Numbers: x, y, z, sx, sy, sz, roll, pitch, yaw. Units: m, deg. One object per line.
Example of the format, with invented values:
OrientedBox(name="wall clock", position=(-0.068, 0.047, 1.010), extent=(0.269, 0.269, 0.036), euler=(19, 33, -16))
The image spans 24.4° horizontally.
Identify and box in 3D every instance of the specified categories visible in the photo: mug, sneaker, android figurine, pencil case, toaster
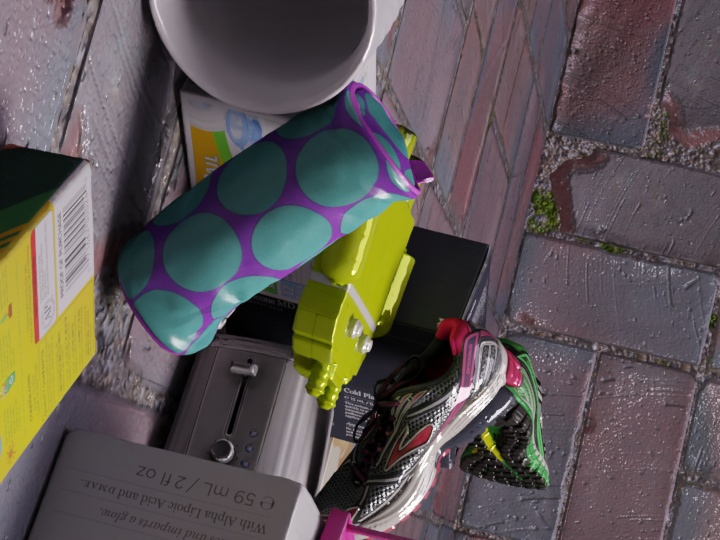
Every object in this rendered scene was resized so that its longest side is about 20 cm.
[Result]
OrientedBox(name="mug", position=(-0.049, -0.223, 1.062), extent=(0.201, 0.147, 0.176), euler=(63, 26, -18))
OrientedBox(name="sneaker", position=(0.029, 0.119, 1.258), extent=(0.200, 0.081, 0.075), euler=(-48, 125, 1))
OrientedBox(name="android figurine", position=(0.000, 0.000, 1.196), extent=(0.182, 0.041, 0.201), euler=(65, 42, -70))
OrientedBox(name="pencil case", position=(-0.057, -0.032, 1.067), extent=(0.092, 0.199, 0.085), euler=(45, 17, -40))
OrientedBox(name="sneaker", position=(0.128, 0.125, 1.396), extent=(0.200, 0.077, 0.086), euler=(80, 25, -61))
OrientedBox(name="toaster", position=(-0.081, 0.135, 1.307), extent=(0.200, 0.113, 0.130), euler=(72, 30, -66))

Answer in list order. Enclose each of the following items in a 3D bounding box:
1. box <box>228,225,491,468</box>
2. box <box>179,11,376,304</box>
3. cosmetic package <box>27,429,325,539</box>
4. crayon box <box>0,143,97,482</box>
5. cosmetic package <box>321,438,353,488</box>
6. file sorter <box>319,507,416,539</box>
OrientedBox(name="box", position=(-0.001, 0.050, 1.385), extent=(0.183, 0.199, 0.105), euler=(90, 19, -50))
OrientedBox(name="box", position=(-0.055, -0.079, 1.202), extent=(0.201, 0.112, 0.102), euler=(89, 20, -50))
OrientedBox(name="cosmetic package", position=(-0.124, 0.235, 1.060), extent=(0.165, 0.164, 0.201), euler=(71, 32, -61))
OrientedBox(name="crayon box", position=(-0.193, 0.040, 0.818), extent=(0.200, 0.050, 0.128), euler=(-62, 160, -55))
OrientedBox(name="cosmetic package", position=(-0.039, 0.126, 1.600), extent=(0.105, 0.071, 0.201), euler=(61, 43, -72))
OrientedBox(name="file sorter", position=(0.015, 0.282, 1.046), extent=(0.139, 0.124, 0.201), euler=(81, 25, -51))
